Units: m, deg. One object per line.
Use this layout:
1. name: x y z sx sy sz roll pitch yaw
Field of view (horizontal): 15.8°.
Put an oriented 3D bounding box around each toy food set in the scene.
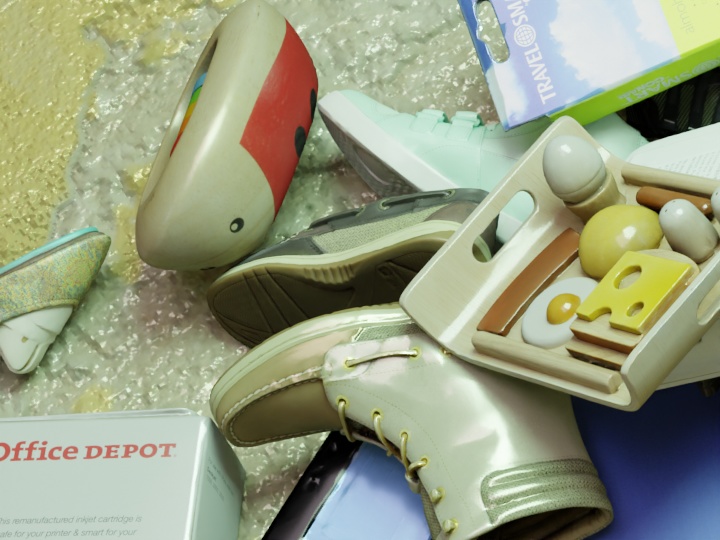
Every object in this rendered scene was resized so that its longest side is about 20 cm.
1. toy food set: 0.121 -0.013 1.301 0.144 0.060 0.200 -48 28 -15

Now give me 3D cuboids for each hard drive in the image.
1. hard drive: 0.167 0.108 1.386 0.132 0.025 0.200 -7 59 1

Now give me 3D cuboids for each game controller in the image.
1. game controller: 0.023 0.120 1.429 0.104 0.042 0.200 24 72 28

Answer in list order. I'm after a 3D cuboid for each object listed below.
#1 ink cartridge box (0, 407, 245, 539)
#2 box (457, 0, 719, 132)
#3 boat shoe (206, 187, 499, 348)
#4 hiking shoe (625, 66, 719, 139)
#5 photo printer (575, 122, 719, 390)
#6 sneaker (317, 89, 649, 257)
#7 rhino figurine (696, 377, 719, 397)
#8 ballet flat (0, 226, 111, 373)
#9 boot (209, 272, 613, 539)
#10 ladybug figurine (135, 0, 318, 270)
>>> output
1. ink cartridge box: -0.149 0.184 1.424 0.144 0.085 0.200 -3 62 16
2. box: 0.157 -0.162 1.434 0.200 0.048 0.122 -23 72 14
3. boat shoe: 0.000 0.000 1.475 0.200 0.073 0.065 -10 34 38
4. hiking shoe: 0.206 -0.095 1.484 0.101 0.076 0.200 -42 67 36
5. photo printer: 0.211 -0.020 1.348 0.200 0.069 0.167 -16 31 38
6. sneaker: 0.077 -0.076 1.506 0.200 0.074 0.118 32 75 26
7. rhino figurine: 0.243 0.081 1.304 0.087 0.060 0.200 -24 25 -5
8. ballet flat: -0.230 0.042 1.550 0.200 0.071 0.071 -24 57 3
9. boot: 0.024 0.096 1.377 0.200 0.072 0.155 -16 58 5
10. ladybug figurine: -0.074 -0.077 1.531 0.072 0.136 0.200 25 49 -10
